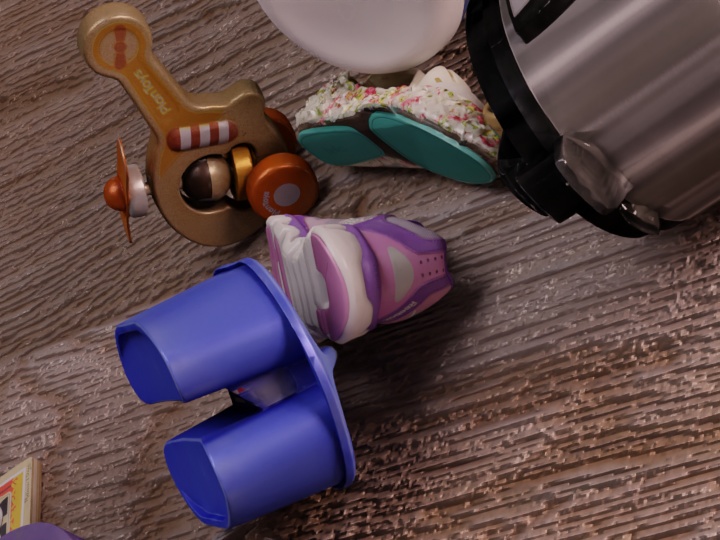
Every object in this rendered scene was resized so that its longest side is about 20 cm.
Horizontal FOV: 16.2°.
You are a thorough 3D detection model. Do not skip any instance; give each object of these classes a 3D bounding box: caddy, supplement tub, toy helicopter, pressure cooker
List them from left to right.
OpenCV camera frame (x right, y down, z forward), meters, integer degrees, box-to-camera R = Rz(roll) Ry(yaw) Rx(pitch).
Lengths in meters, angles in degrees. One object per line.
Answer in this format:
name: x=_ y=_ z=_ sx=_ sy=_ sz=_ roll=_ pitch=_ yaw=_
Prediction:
toy helicopter: x=-0.126 y=-0.090 z=1.637 sx=0.132 sy=0.200 sz=0.079 roll=-32 pitch=37 yaw=5
caddy: x=-0.063 y=0.068 z=1.453 sx=0.105 sy=0.141 sz=0.200 roll=-25 pitch=3 yaw=-14
supplement tub: x=0.027 y=-0.235 z=1.583 sx=0.144 sy=0.144 sz=0.200 roll=-19 pitch=31 yaw=43
pressure cooker: x=0.152 y=-0.113 z=1.321 sx=0.200 sy=0.176 sz=0.179 roll=-35 pitch=68 yaw=32

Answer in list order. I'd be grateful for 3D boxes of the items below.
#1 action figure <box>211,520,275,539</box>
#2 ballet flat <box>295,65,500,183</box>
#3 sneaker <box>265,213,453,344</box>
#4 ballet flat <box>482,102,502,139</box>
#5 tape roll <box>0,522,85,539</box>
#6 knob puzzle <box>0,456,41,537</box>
action figure: x=-0.065 y=0.214 z=1.410 sx=0.130 sy=0.069 sz=0.200 roll=-50 pitch=37 yaw=-5
ballet flat: x=0.030 y=-0.097 z=1.561 sx=0.200 sy=0.076 sz=0.064 roll=11 pitch=64 yaw=53
sneaker: x=0.000 y=0.000 z=1.519 sx=0.200 sy=0.088 sz=0.081 roll=-170 pitch=66 yaw=-74
ballet flat: x=0.138 y=-0.153 z=1.456 sx=0.200 sy=0.063 sz=0.069 roll=-60 pitch=28 yaw=5
tape roll: x=-0.195 y=0.259 z=1.526 sx=0.200 sy=0.085 sz=0.200 roll=-36 pitch=37 yaw=33
knob puzzle: x=-0.295 y=0.238 z=1.733 sx=0.220 sy=0.030 sz=0.220 roll=-32 pitch=40 yaw=33
